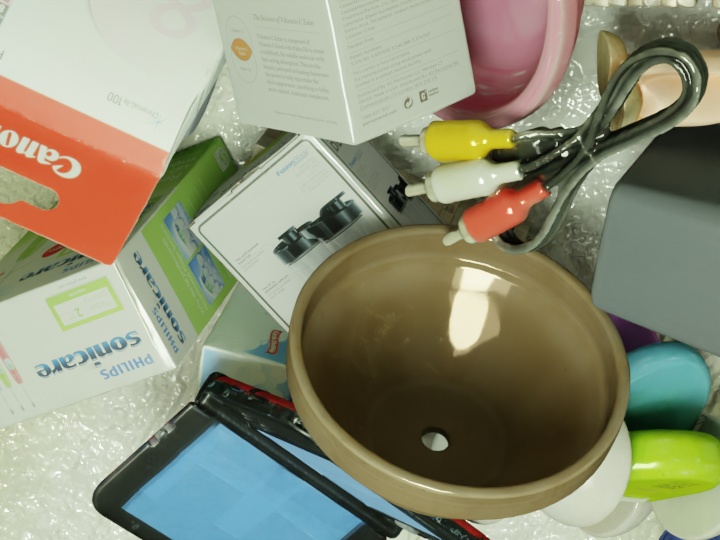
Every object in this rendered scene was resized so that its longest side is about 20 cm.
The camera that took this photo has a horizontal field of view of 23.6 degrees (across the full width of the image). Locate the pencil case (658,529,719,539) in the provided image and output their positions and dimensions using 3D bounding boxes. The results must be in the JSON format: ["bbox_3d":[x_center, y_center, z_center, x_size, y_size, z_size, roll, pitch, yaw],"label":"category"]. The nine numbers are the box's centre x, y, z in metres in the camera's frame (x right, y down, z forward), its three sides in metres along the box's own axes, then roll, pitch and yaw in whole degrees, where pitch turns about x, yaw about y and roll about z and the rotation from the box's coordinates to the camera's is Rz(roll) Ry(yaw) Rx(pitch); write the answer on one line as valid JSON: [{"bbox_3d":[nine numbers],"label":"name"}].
[{"bbox_3d":[0.269,0.264,1.228,0.078,0.087,0.201,-20,112,-2],"label":"pencil case"}]

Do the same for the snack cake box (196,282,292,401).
[{"bbox_3d":[-0.076,0.116,1.232,0.067,0.115,0.201,13,120,8],"label":"snack cake box"}]

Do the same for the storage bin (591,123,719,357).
[{"bbox_3d":[0.226,-0.016,1.040,0.134,0.200,0.146,18,119,19],"label":"storage bin"}]

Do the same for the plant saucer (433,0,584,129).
[{"bbox_3d":[0.065,-0.186,1.027,0.200,0.051,0.201,36,139,39],"label":"plant saucer"}]

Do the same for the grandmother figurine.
[{"bbox_3d":[0.247,-0.113,1.024,0.199,0.122,0.061,-6,148,-5],"label":"grandmother figurine"}]

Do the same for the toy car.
[{"bbox_3d":[0.155,0.097,1.138,0.174,0.151,0.200,12,167,-35],"label":"toy car"}]

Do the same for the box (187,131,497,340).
[{"bbox_3d":[0.000,0.000,1.119,0.117,0.060,0.200,-38,102,29],"label":"box"}]

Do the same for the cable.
[{"bbox_3d":[0.113,-0.061,0.977,0.199,0.050,0.098,-17,103,43],"label":"cable"}]

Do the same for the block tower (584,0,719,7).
[{"bbox_3d":[0.211,-0.188,1.018,0.199,0.058,0.054,4,117,16],"label":"block tower"}]

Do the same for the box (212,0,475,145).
[{"bbox_3d":[-0.022,-0.189,1.014,0.124,0.097,0.201,17,125,51],"label":"box"}]

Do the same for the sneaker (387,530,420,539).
[{"bbox_3d":[0.007,0.159,1.262,0.081,0.075,0.201,-1,125,8],"label":"sneaker"}]

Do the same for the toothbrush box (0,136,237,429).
[{"bbox_3d":[-0.165,0.005,1.151,0.145,0.200,0.086,-19,111,25],"label":"toothbrush box"}]

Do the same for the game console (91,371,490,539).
[{"bbox_3d":[-0.043,0.167,1.129,0.200,0.119,0.172,38,167,-34],"label":"game console"}]

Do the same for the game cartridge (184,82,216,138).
[{"bbox_3d":[-0.151,-0.191,1.141,0.133,0.041,0.201,13,120,13],"label":"game cartridge"}]

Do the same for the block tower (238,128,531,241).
[{"bbox_3d":[0.011,-0.038,1.163,0.199,0.054,0.058,21,120,4],"label":"block tower"}]

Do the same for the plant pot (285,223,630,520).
[{"bbox_3d":[0.051,0.075,1.018,0.200,0.201,0.093,19,138,6],"label":"plant pot"}]

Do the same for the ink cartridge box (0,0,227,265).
[{"bbox_3d":[-0.177,-0.123,1.055,0.162,0.201,0.057,24,146,2],"label":"ink cartridge box"}]
